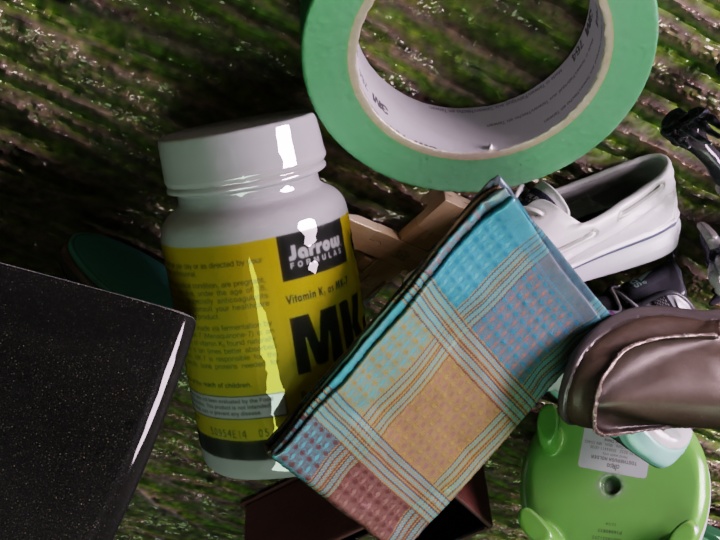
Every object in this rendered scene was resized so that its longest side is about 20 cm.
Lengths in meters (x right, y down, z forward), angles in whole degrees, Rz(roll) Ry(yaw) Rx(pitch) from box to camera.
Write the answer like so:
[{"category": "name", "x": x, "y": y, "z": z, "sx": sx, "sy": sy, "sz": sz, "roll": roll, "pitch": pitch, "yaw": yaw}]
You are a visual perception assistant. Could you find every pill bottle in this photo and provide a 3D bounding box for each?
[{"category": "pill bottle", "x": -0.056, "y": 0.012, "z": 0.747, "sx": 0.114, "sy": 0.114, "sz": 0.201, "roll": -9, "pitch": 102, "yaw": 5}]

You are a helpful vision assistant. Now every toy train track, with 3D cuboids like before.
[{"category": "toy train track", "x": 0.000, "y": 0.000, "z": 0.848, "sx": 0.114, "sy": 0.033, "sz": 0.200, "roll": 22, "pitch": 134, "yaw": -32}]

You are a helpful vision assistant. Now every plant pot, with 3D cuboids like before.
[{"category": "plant pot", "x": -0.224, "y": 0.115, "z": 0.703, "sx": 0.199, "sy": 0.178, "sz": 0.200, "roll": 16, "pitch": 149, "yaw": -18}]

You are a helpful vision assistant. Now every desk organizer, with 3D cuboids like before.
[{"category": "desk organizer", "x": 0.002, "y": 0.194, "z": 0.995, "sx": 0.199, "sy": 0.077, "sz": 0.072, "roll": -29, "pitch": 129, "yaw": 22}]

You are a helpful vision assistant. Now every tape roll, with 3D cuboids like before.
[{"category": "tape roll", "x": 0.065, "y": -0.135, "z": 0.710, "sx": 0.199, "sy": 0.048, "sz": 0.201, "roll": -2, "pitch": 134, "yaw": -2}]

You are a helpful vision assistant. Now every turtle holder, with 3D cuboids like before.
[{"category": "turtle holder", "x": 0.197, "y": 0.184, "z": 0.933, "sx": 0.140, "sy": 0.186, "sz": 0.132, "roll": -22, "pitch": 157, "yaw": 9}]

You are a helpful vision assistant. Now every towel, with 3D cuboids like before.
[{"category": "towel", "x": 0.052, "y": 0.062, "z": 0.727, "sx": 0.200, "sy": 0.022, "sz": 0.147, "roll": -49, "pitch": 130, "yaw": -4}]

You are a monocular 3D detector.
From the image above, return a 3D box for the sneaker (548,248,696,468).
[{"category": "sneaker", "x": 0.162, "y": 0.026, "z": 0.844, "sx": 0.200, "sy": 0.078, "sz": 0.140, "roll": 32, "pitch": 92, "yaw": -14}]

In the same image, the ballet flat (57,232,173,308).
[{"category": "ballet flat", "x": -0.115, "y": 0.046, "z": 0.835, "sx": 0.199, "sy": 0.068, "sz": 0.069, "roll": 26, "pitch": 121, "yaw": -9}]

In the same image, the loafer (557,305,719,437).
[{"category": "loafer", "x": 0.212, "y": 0.062, "z": 0.771, "sx": 0.199, "sy": 0.071, "sz": 0.073, "roll": -10, "pitch": 117, "yaw": -27}]

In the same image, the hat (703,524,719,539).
[{"category": "hat", "x": 0.287, "y": 0.297, "z": 1.154, "sx": 0.165, "sy": 0.176, "sz": 0.201, "roll": -14, "pitch": 95, "yaw": 12}]

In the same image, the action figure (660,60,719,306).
[{"category": "action figure", "x": 0.259, "y": -0.032, "z": 0.783, "sx": 0.119, "sy": 0.102, "sz": 0.200, "roll": -33, "pitch": 126, "yaw": 8}]

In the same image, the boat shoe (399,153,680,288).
[{"category": "boat shoe", "x": 0.111, "y": -0.024, "z": 0.785, "sx": 0.199, "sy": 0.074, "sz": 0.066, "roll": -21, "pitch": 121, "yaw": -22}]
